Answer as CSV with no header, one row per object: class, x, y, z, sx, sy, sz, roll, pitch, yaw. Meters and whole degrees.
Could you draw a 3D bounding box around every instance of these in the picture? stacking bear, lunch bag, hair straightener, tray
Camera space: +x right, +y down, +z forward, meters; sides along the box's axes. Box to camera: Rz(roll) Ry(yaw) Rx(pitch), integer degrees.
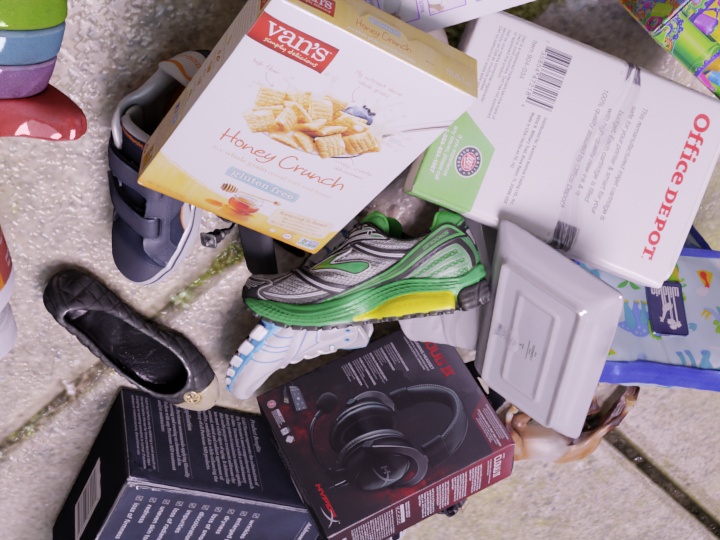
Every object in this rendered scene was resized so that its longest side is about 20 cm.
stacking bear,-0.236,-0.194,0.735,0.121,0.114,0.200,-8,121,-41
lunch bag,0.224,0.027,0.980,0.170,0.200,0.128,4,127,-18
hair straightener,-0.087,-0.045,0.883,0.077,0.041,0.200,-49,159,-22
tray,0.132,0.054,0.871,0.022,0.107,0.200,-41,154,-27

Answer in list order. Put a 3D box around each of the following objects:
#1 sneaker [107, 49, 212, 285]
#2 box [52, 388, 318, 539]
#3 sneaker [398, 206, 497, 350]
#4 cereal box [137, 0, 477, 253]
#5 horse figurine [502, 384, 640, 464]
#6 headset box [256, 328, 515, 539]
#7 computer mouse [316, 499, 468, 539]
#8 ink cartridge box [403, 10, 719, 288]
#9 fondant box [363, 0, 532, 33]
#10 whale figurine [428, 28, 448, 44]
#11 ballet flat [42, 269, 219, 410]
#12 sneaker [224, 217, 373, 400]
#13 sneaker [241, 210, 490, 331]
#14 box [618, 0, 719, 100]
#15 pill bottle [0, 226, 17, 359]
sneaker,-0.154,-0.076,0.859,0.079,0.078,0.200,-9,131,-55
box,-0.164,0.237,1.085,0.196,0.124,0.200,17,121,-25
sneaker,0.067,-0.030,0.970,0.074,0.115,0.200,-17,106,-55
cereal box,-0.039,-0.095,0.744,0.144,0.040,0.200,22,142,-23
horse figurine,0.193,0.158,1.168,0.200,0.050,0.133,-3,141,-22
headset box,0.031,0.143,1.023,0.200,0.149,0.077,-24,150,-10
computer mouse,0.014,0.257,1.204,0.200,0.044,0.110,-27,142,2
ink cartridge box,0.152,-0.090,0.865,0.200,0.084,0.146,22,91,-4
fondant box,0.047,-0.225,0.763,0.200,0.144,0.058,-18,135,-1
whale figurine,-0.012,-0.124,0.863,0.159,0.104,0.200,-35,155,-32
ballet flat,-0.195,0.072,0.988,0.066,0.057,0.200,-37,128,15
sneaker,-0.040,0.051,0.986,0.087,0.075,0.200,39,115,-1
sneaker,0.000,0.000,0.896,0.200,0.078,0.085,-9,89,20
box,0.320,-0.223,0.859,0.193,0.122,0.200,32,113,-33
pill bottle,-0.319,-0.019,0.845,0.112,0.112,0.200,-12,130,-7
